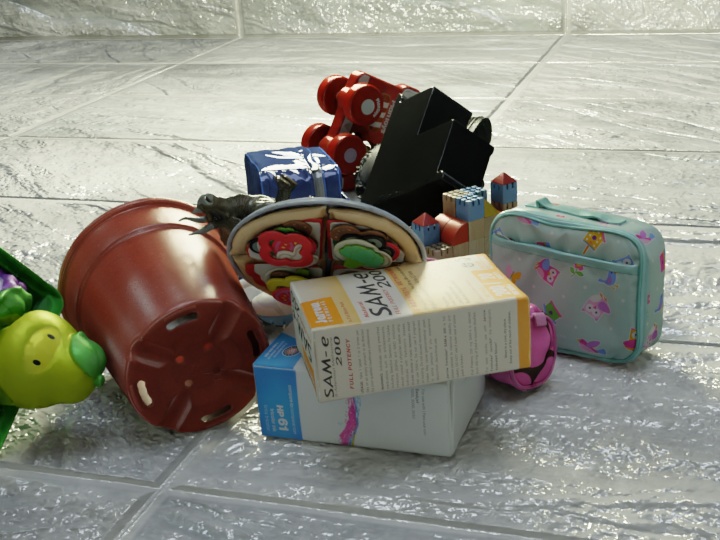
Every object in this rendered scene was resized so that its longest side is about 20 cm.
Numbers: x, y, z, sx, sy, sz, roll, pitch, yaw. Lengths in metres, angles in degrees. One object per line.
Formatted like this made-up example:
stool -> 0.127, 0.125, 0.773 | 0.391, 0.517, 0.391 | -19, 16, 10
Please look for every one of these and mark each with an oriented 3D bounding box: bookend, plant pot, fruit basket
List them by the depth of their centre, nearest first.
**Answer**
fruit basket -> -0.355, 0.079, 1.100 | 0.215, 0.155, 0.217 | -24, 43, 25
plant pot -> -0.194, 0.054, 1.170 | 0.200, 0.202, 0.195 | -12, 31, -22
bookend -> 0.112, -0.166, 1.561 | 0.092, 0.201, 0.198 | 30, -25, -26

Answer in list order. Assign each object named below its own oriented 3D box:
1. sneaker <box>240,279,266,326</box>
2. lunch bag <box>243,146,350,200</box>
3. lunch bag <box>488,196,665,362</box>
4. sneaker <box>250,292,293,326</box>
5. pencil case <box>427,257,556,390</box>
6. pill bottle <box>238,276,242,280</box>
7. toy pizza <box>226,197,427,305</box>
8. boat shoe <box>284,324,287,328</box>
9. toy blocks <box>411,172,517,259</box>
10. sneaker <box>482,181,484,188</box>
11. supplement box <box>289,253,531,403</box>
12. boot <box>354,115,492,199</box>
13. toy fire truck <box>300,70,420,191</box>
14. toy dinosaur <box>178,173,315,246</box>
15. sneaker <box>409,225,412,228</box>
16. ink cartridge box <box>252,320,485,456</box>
sneaker -> -0.071, -0.010, 1.348 | 0.199, 0.071, 0.073 | -34, -8, -11
lunch bag -> -0.083, -0.098, 1.599 | 0.131, 0.137, 0.200 | -9, 22, -12
lunch bag -> 0.229, 0.007, 1.235 | 0.199, 0.161, 0.077 | 13, 26, 35
sneaker -> -0.035, -0.003, 1.238 | 0.199, 0.087, 0.075 | -18, 25, 14
pencil case -> 0.123, 0.055, 1.214 | 0.090, 0.094, 0.200 | 14, 6, -42
pill bottle -> -0.190, -0.007, 1.416 | 0.199, 0.113, 0.112 | -8, 21, -11
toy pizza -> -0.034, -0.005, 1.116 | 0.199, 0.201, 0.032 | -1, 58, 7
boat shoe -> -0.012, 0.030, 1.336 | 0.066, 0.074, 0.200 | 9, 25, 36
toy blocks -> 0.139, -0.041, 1.409 | 0.199, 0.138, 0.100 | -17, 24, -29
sneaker -> 0.107, -0.154, 1.786 | 0.199, 0.086, 0.078 | 14, 27, 36
supplement box -> 0.043, 0.049, 1.043 | 0.199, 0.074, 0.126 | -9, 21, -11
boot -> 0.093, -0.167, 1.725 | 0.162, 0.073, 0.199 | 16, 66, 31
toy fire truck -> 0.008, -0.224, 1.858 | 0.167, 0.201, 0.112 | 15, 8, -36
toy dinosaur -> -0.081, -0.035, 1.187 | 0.200, 0.102, 0.077 | 37, 8, -14
sneaker -> 0.000, -0.001, 1.454 | 0.199, 0.071, 0.093 | -22, 1, -23
ink cartridge box -> 0.014, 0.106, 1.119 | 0.199, 0.085, 0.145 | 2, 22, 20
